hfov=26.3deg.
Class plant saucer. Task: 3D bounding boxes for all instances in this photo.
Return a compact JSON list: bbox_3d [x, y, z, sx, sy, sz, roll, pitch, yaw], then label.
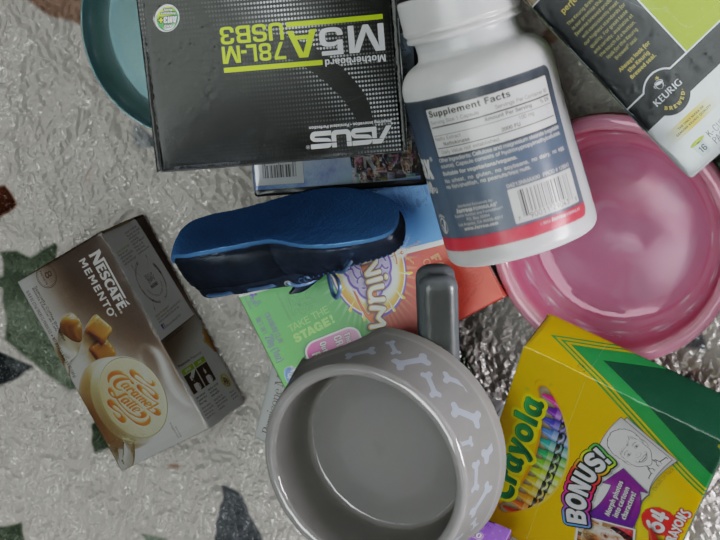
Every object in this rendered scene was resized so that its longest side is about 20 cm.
[{"bbox_3d":[-0.130,-0.207,1.254,0.199,0.027,0.202,0,91,9],"label":"plant saucer"},{"bbox_3d":[0.205,-0.028,1.229,0.199,0.051,0.202,7,108,22],"label":"plant saucer"}]

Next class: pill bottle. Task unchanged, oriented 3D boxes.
[{"bbox_3d":[0.097,-0.115,1.154,0.119,0.120,0.201,-12,100,25],"label":"pill bottle"}]

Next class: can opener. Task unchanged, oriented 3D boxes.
[{"bbox_3d":[0.075,0.093,1.238,0.066,0.053,0.201,-8,108,-1],"label":"can opener"}]

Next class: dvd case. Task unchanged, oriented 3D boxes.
[{"bbox_3d":[-0.021,-0.162,1.215,0.142,0.018,0.202,-4,105,0],"label":"dvd case"}]

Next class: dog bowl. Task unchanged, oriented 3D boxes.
[{"bbox_3d":[0.013,0.147,1.216,0.199,0.059,0.202,9,111,23],"label":"dog bowl"}]

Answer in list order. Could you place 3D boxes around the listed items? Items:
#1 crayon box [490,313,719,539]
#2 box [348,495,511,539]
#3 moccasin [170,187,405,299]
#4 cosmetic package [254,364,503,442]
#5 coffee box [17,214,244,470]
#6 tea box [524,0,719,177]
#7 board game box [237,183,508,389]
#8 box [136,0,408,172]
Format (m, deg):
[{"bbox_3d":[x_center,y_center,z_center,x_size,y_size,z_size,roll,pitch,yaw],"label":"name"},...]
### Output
[{"bbox_3d":[0.194,0.157,1.252,0.172,0.058,0.201,25,130,14],"label":"crayon box"},{"bbox_3d":[0.052,0.269,1.340,0.136,0.039,0.201,22,138,16],"label":"box"},{"bbox_3d":[-0.052,-0.019,1.234,0.199,0.081,0.068,-4,132,26],"label":"moccasin"},{"bbox_3d":[0.015,0.131,1.343,0.199,0.074,0.102,20,111,15],"label":"cosmetic package"},{"bbox_3d":[-0.210,0.065,1.416,0.114,0.080,0.201,-26,94,27],"label":"coffee box"},{"bbox_3d":[0.254,-0.212,1.108,0.197,0.134,0.200,48,117,3],"label":"tea box"},{"bbox_3d":[0.000,0.000,1.279,0.199,0.040,0.154,-29,87,10],"label":"board game box"},{"bbox_3d":[-0.068,-0.179,1.176,0.198,0.048,0.195,-4,103,0],"label":"box"}]
